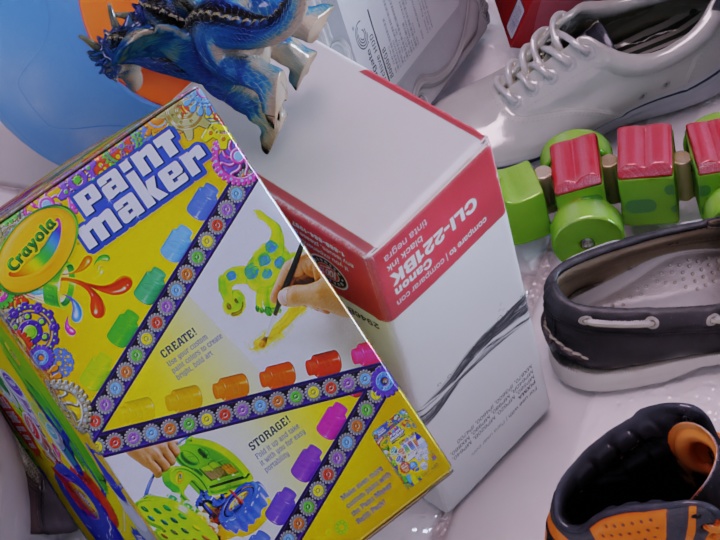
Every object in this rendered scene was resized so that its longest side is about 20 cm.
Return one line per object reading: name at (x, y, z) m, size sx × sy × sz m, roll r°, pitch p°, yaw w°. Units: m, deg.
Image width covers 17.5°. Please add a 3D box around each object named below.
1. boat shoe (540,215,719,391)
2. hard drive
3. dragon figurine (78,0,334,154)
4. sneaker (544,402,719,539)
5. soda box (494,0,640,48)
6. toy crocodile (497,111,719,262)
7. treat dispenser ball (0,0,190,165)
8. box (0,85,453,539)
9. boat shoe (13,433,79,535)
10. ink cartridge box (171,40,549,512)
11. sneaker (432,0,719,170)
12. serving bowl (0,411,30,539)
boat shoe at (0.184, 0.002, 1.142) m, size 0.198 × 0.061 × 0.074 m, roll -12°, pitch 47°, yaw 2°
hard drive at (0.005, -0.145, 1.225) m, size 0.038 × 0.141 × 0.200 m, roll -2°, pitch 31°, yaw 29°
dragon figurine at (-0.068, -0.102, 0.973) m, size 0.099 × 0.200 × 0.059 m, roll 25°, pitch 81°, yaw -1°
sneaker at (0.177, 0.113, 1.012) m, size 0.198 × 0.112 × 0.078 m, roll -5°, pitch 49°, yaw 8°
soda box at (0.136, -0.208, 1.240) m, size 0.069 × 0.201 × 0.064 m, roll 5°, pitch 45°, yaw -19°
toy crocodile at (0.152, -0.049, 1.193) m, size 0.198 × 0.062 × 0.068 m, roll -7°, pitch 48°, yaw 6°
treat dispenser ball at (-0.118, -0.148, 1.245) m, size 0.199 × 0.202 × 0.202 m, roll -6°, pitch 48°, yaw 7°
box at (-0.086, 0.041, 1.023) m, size 0.122 × 0.193 × 0.200 m, roll -35°, pitch 7°, yaw -16°
boat shoe at (-0.135, 0.047, 1.172) m, size 0.064 × 0.072 × 0.201 m, roll 11°, pitch 56°, yaw 14°
ink cartridge box at (0.000, 0.000, 1.094) m, size 0.144 × 0.201 × 0.084 m, roll 32°, pitch 66°, yaw 34°
sneaker at (0.107, -0.105, 1.245) m, size 0.199 × 0.071 × 0.073 m, roll -25°, pitch 49°, yaw -6°
serving bowl at (-0.226, 0.132, 1.090) m, size 0.199 × 0.066 × 0.202 m, roll -12°, pitch 67°, yaw 30°
